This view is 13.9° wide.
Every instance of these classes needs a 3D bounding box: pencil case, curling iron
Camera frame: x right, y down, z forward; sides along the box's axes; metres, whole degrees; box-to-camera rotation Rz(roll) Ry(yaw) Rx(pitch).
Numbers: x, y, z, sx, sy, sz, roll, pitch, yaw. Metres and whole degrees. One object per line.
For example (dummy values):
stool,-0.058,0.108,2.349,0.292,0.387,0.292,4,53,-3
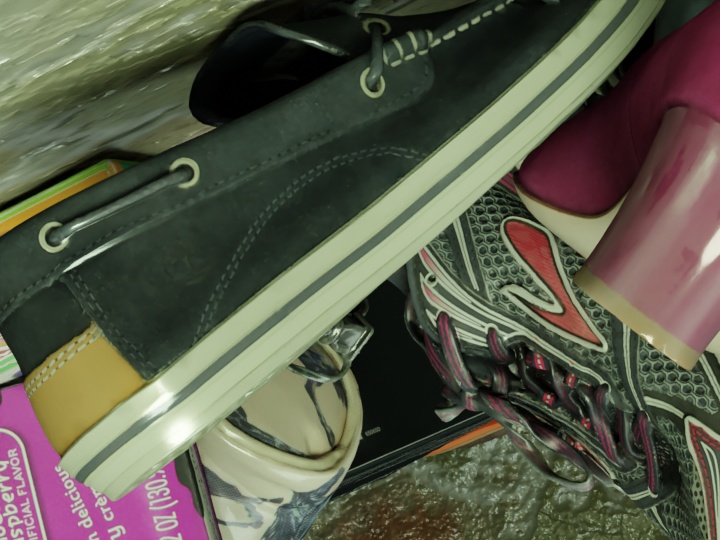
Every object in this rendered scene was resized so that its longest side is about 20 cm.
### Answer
pencil case,-0.071,0.089,1.020,0.078,0.089,0.200,-43,171,-50
curling iron,0.000,0.000,0.971,0.026,0.050,0.200,-57,172,18

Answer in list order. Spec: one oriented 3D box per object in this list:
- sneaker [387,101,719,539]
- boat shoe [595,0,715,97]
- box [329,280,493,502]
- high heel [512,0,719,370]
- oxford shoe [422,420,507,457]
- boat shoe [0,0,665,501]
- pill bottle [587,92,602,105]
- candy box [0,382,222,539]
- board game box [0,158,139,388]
sneaker,0.057,0.024,0.783,0.074,0.200,0.081,-20,131,-17
boat shoe,0.091,-0.064,0.773,0.062,0.073,0.200,14,180,-5
box,-0.021,0.051,1.157,0.141,0.079,0.200,-33,171,39
high heel,0.087,-0.032,0.659,0.096,0.067,0.200,-53,-174,6
oxford shoe,0.060,0.044,1.276,0.200,0.071,0.072,-7,173,44
boat shoe,-0.002,-0.031,0.631,0.200,0.062,0.075,-39,177,-31
pill bottle,0.135,-0.037,0.912,0.200,0.107,0.106,-29,173,33
candy box,-0.131,0.115,0.820,0.199,0.137,0.061,-16,167,-1
board game box,-0.072,0.003,0.800,0.095,0.030,0.200,-26,176,13
